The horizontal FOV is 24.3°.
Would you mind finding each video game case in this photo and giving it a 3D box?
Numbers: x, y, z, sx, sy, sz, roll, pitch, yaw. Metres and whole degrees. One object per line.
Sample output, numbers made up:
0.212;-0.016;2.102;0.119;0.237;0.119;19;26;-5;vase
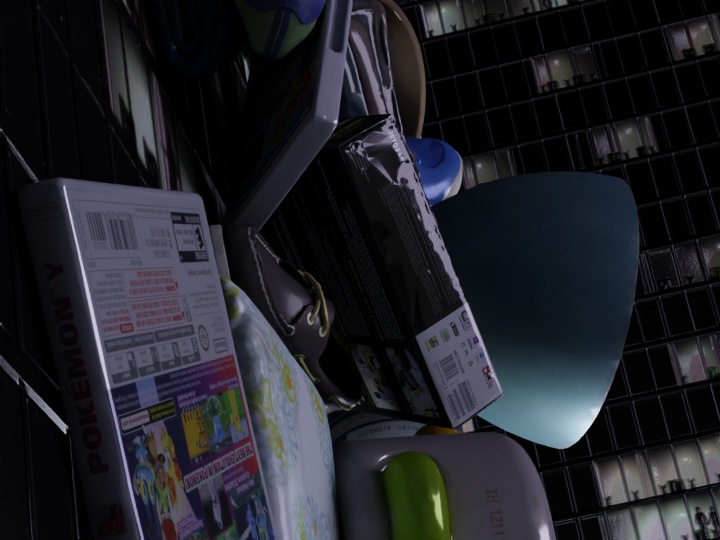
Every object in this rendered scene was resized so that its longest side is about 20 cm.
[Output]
-0.082;0.055;0.700;0.200;0.023;0.183;-4;81;-81;video game case
-0.041;-0.128;1.034;0.143;0.018;0.201;-48;-152;49;video game case

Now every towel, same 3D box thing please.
-0.098;-0.185;1.050;0.200;0.048;0.112;-82;160;-77;towel
-0.044;0.122;0.898;0.171;0.048;0.201;69;10;-65;towel

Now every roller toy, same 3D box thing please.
0.050;0.194;1.037;0.200;0.139;0.184;-170;-102;-80;roller toy

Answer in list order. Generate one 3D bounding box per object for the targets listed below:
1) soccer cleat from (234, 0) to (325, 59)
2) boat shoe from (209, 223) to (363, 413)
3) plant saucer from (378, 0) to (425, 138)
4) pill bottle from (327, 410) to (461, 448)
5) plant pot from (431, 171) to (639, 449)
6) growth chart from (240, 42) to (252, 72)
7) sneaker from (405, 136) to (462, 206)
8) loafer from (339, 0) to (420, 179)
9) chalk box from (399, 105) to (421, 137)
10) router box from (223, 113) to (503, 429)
-0.057;-0.193;1.020;0.200;0.064;0.084;-101;-154;-60;soccer cleat
-0.045;0.031;1.032;0.202;0.060;0.072;70;9;-57;boat shoe
-0.021;-0.116;1.269;0.200;0.029;0.201;-22;119;-46;plant saucer
0.018;0.102;1.267;0.201;0.110;0.111;-97;172;-49;pill bottle
0.100;0.016;1.201;0.200;0.134;0.201;-167;-90;-80;plant pot
-0.089;-0.210;1.257;0.200;0.018;0.146;103;-25;-78;growth chart
0.008;-0.090;1.228;0.077;0.199;0.112;31;-51;37;sneaker
0.015;-0.085;1.127;0.072;0.063;0.201;10;-60;59;loafer
-0.014;-0.128;1.427;0.124;0.124;0.201;68;11;-60;chalk box
0.000;0.000;1.097;0.149;0.051;0.201;4;-60;57;router box
